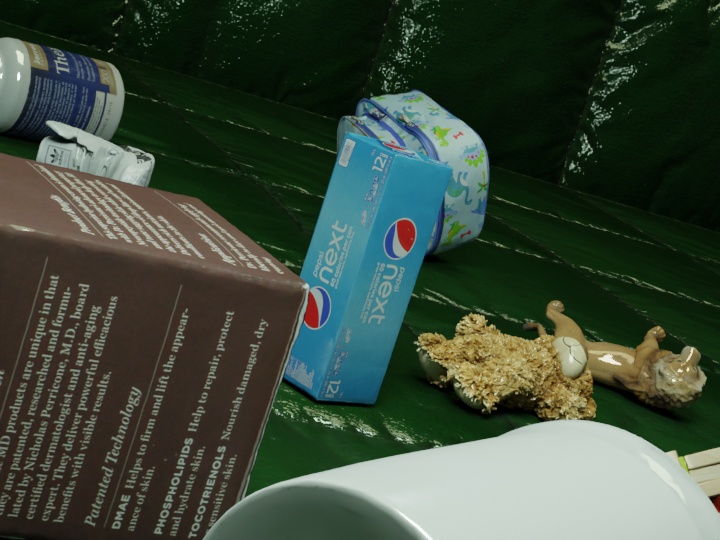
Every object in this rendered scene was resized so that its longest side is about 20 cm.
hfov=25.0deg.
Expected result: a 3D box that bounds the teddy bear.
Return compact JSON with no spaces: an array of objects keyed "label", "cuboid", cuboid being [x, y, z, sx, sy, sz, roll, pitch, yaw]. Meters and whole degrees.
[{"label":"teddy bear","cuboid":[0.138,0.086,1.443,0.199,0.067,0.145,13,14,-26]}]

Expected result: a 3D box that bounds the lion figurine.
[{"label":"lion figurine","cuboid":[0.254,0.091,1.655,0.199,0.073,0.123,7,21,15]}]

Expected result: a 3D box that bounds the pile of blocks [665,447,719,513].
[{"label":"pile of blocks","cuboid":[0.206,0.174,1.183,0.199,0.082,0.063,0,62,-34]}]

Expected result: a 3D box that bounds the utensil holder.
[{"label":"utensil holder","cuboid":[0.043,0.153,0.671,0.169,0.171,0.199,26,15,34]}]

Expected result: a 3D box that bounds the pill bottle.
[{"label":"pill bottle","cuboid":[-0.389,-0.212,1.918,0.199,0.112,0.111,10,14,-41]}]

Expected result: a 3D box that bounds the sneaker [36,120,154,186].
[{"label":"sneaker","cuboid":[-0.276,-0.100,1.661,0.114,0.076,0.200,16,6,-12]}]

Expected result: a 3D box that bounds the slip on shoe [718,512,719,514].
[{"label":"slip on shoe","cuboid":[0.254,0.209,1.057,0.199,0.076,0.061,15,-32,25]}]

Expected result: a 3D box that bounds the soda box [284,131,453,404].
[{"label":"soda box","cuboid":[0.000,0.000,1.272,0.068,0.201,0.064,9,14,-44]}]

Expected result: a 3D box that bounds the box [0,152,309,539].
[{"label":"box","cuboid":[-0.165,0.040,0.882,0.199,0.165,0.166,12,13,-31]}]

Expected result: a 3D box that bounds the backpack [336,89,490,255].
[{"label":"backpack","cuboid":[0.062,-0.113,2.043,0.146,0.184,0.200,-15,31,-29]}]
